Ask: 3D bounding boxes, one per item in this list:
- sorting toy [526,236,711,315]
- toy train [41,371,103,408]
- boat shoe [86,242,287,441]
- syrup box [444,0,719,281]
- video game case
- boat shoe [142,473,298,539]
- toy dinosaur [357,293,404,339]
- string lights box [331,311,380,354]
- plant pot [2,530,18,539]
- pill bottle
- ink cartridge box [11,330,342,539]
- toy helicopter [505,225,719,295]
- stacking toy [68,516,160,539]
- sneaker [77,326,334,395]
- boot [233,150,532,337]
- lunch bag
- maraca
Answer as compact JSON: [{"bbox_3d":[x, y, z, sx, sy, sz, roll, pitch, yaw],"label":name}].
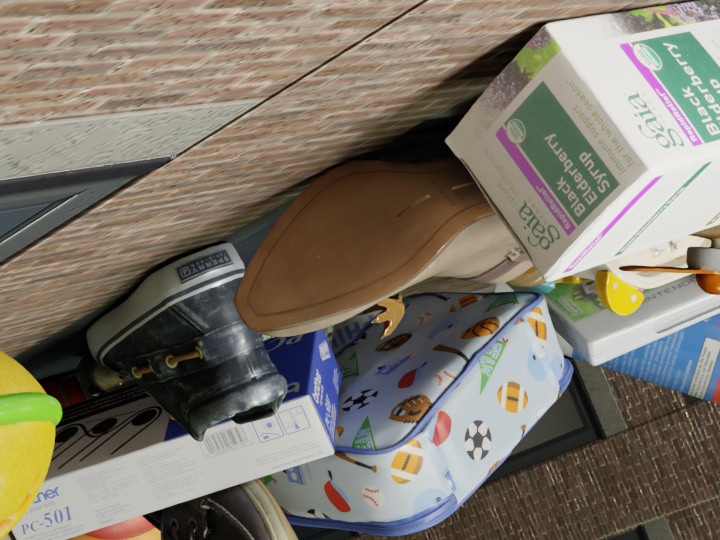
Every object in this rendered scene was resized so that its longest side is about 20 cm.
[{"bbox_3d":[0.129,-0.035,1.145,0.199,0.107,0.180,-16,-170,-43],"label":"sorting toy"},{"bbox_3d":[-0.212,0.094,1.185,0.199,0.034,0.046,-21,170,-21],"label":"toy train"},{"bbox_3d":[-0.101,0.056,0.995,0.071,0.091,0.200,-20,173,-22],"label":"boat shoe"},{"bbox_3d":[0.140,-0.066,0.798,0.200,0.079,0.081,-15,154,-47],"label":"syrup box"},{"bbox_3d":[0.191,-0.019,1.207,0.181,0.022,0.200,-21,-150,-12],"label":"video game case"},{"bbox_3d":[-0.089,0.153,1.055,0.065,0.072,0.200,-29,-156,-17],"label":"boat shoe"},{"bbox_3d":[0.000,0.000,1.132,0.199,0.061,0.106,-15,-163,-37],"label":"toy dinosaur"},{"bbox_3d":[-0.030,0.052,1.349,0.102,0.059,0.200,-22,173,-1],"label":"string lights box"},{"bbox_3d":[-0.256,0.194,1.060,0.134,0.201,0.200,-18,174,9],"label":"plant pot"},{"bbox_3d":[0.205,0.022,1.323,0.199,0.113,0.112,17,-179,11],"label":"pill bottle"},{"bbox_3d":[-0.112,0.098,1.049,0.199,0.044,0.094,-19,-157,10],"label":"ink cartridge box"},{"bbox_3d":[0.161,-0.035,0.967,0.199,0.133,0.079,-25,173,24],"label":"toy helicopter"},{"bbox_3d":[-0.182,0.140,1.310,0.145,0.147,0.200,-21,163,-11],"label":"stacking toy"},{"bbox_3d":[-0.096,0.052,1.169,0.199,0.089,0.077,4,-160,-41],"label":"sneaker"},{"bbox_3d":[0.045,-0.019,0.890,0.200,0.070,0.146,-34,159,9],"label":"boot"},{"bbox_3d":[0.030,0.083,1.104,0.160,0.076,0.200,-5,-154,46],"label":"lunch bag"},{"bbox_3d":[-0.208,0.088,0.813,0.136,0.108,0.200,-11,170,-22],"label":"maraca"}]
